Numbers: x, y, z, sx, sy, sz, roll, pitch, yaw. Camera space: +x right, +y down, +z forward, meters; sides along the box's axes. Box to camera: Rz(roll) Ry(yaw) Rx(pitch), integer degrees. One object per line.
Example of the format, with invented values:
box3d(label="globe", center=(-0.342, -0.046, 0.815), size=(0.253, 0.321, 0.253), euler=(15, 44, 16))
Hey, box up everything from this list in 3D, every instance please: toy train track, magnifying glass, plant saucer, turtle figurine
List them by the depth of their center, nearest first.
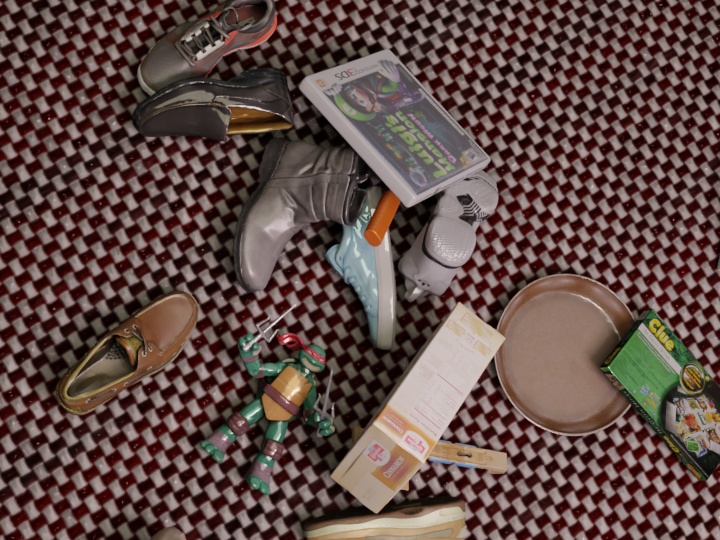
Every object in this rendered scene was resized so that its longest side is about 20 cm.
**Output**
box3d(label="turtle figurine", center=(-0.091, 0.149, 1.555), size=(0.149, 0.101, 0.201), euler=(35, 89, 12))
box3d(label="toy train track", center=(0.081, 0.221, 1.611), size=(0.198, 0.033, 0.116), euler=(11, 57, -16))
box3d(label="magnifying glass", center=(0.044, -0.102, 1.623), size=(0.080, 0.022, 0.201), euler=(54, 37, -27))
box3d(label="plant saucer", center=(0.258, 0.106, 1.672), size=(0.198, 0.032, 0.203), euler=(2, 78, -11))

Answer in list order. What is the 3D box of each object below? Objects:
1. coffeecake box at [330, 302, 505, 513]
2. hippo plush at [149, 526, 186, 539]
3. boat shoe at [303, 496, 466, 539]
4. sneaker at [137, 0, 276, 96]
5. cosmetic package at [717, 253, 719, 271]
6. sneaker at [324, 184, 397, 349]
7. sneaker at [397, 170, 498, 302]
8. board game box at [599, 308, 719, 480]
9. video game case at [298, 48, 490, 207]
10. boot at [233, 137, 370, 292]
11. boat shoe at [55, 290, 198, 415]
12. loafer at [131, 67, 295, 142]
box3d(label="coffeecake box", center=(0.065, 0.157, 1.526), size=(0.073, 0.154, 0.200), euler=(37, 54, 3))
box3d(label="hippo plush", center=(-0.163, 0.388, 1.459), size=(0.159, 0.159, 0.202), euler=(14, 57, -20))
box3d(label="boat shoe", center=(0.032, 0.315, 1.566), size=(0.198, 0.072, 0.077), euler=(-4, 91, -13))
box3d(label="sneaker", center=(-0.187, -0.286, 1.631), size=(0.199, 0.082, 0.077), euler=(-37, 88, -16))
box3d(label="cosmetic package", center=(0.579, -0.069, 1.687), size=(0.163, 0.200, 0.167), euler=(18, 76, -8))
box3d(label="sneaker", center=(0.000, 0.000, 1.627), size=(0.081, 0.074, 0.202), euler=(-7, 77, 4))
box3d(label="sneaker", center=(0.103, -0.046, 1.651), size=(0.075, 0.115, 0.201), euler=(32, 40, -4))
box3d(label="board game box", center=(0.394, 0.155, 1.673), size=(0.200, 0.023, 0.105), euler=(48, 71, -11))
box3d(label="video game case", center=(0.045, -0.178, 1.623), size=(0.200, 0.023, 0.181), euler=(48, 40, 11))
box3d(label="boot", center=(-0.068, -0.066, 1.584), size=(0.130, 0.070, 0.202), euler=(8, 76, 24))
box3d(label="boat shoe", center=(-0.263, 0.095, 1.545), size=(0.072, 0.068, 0.200), euler=(46, 73, 2))
box3d(label="loafer", center=(-0.174, -0.190, 1.611), size=(0.198, 0.073, 0.073), euler=(-15, 62, -14))
